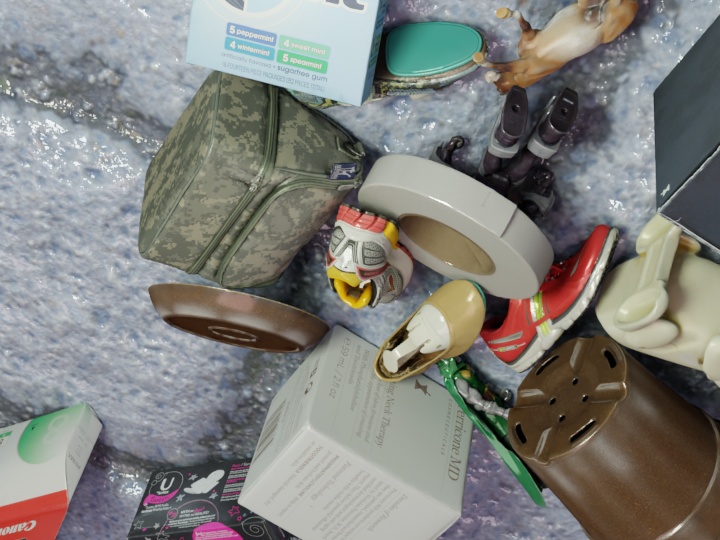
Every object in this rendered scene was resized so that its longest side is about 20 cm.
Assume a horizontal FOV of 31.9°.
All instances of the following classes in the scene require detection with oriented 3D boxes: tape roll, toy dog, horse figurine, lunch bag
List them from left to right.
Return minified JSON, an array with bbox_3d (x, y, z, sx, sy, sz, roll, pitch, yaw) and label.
[{"bbox_3d":[-0.108,-0.081,1.244,0.166,0.141,0.200,19,133,-25],"label":"lunch bag"},{"bbox_3d":[0.091,-0.040,1.212,0.201,0.037,0.203,29,166,8],"label":"tape roll"},{"bbox_3d":[0.180,-0.217,1.090,0.199,0.050,0.132,-36,156,22],"label":"horse figurine"},{"bbox_3d":[0.342,0.060,1.240,0.198,0.141,0.194,28,142,-9],"label":"toy dog"}]

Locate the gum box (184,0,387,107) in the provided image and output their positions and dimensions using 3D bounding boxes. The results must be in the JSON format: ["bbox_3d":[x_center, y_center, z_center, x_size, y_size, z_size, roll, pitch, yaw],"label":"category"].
[{"bbox_3d":[-0.057,-0.263,1.098,0.168,0.045,0.202,15,115,9],"label":"gum box"}]

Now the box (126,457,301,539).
[{"bbox_3d":[-0.167,0.324,1.589,0.197,0.115,0.133,-11,126,23],"label":"box"}]

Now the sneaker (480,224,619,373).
[{"bbox_3d":[0.188,0.022,1.290,0.085,0.077,0.201,38,124,3],"label":"sneaker"}]

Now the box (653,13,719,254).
[{"bbox_3d":[0.360,-0.094,1.068,0.195,0.201,0.124,28,128,-10],"label":"box"}]

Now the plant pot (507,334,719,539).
[{"bbox_3d":[0.267,0.183,1.302,0.199,0.202,0.198,-30,121,32],"label":"plant pot"}]

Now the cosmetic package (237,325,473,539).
[{"bbox_3d":[-0.001,0.207,1.419,0.199,0.168,0.167,31,129,-12],"label":"cosmetic package"}]

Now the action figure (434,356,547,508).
[{"bbox_3d":[0.149,0.160,1.402,0.055,0.118,0.200,-40,103,11],"label":"action figure"}]

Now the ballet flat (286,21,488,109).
[{"bbox_3d":[0.026,-0.187,1.175,0.197,0.075,0.075,-1,128,17],"label":"ballet flat"}]

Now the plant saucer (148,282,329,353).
[{"bbox_3d":[-0.132,0.055,1.344,0.197,0.033,0.200,12,167,3],"label":"plant saucer"}]

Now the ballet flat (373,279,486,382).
[{"bbox_3d":[0.069,0.073,1.321,0.069,0.063,0.200,57,150,12],"label":"ballet flat"}]

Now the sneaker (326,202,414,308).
[{"bbox_3d":[0.000,0.000,1.268,0.077,0.083,0.200,19,169,17],"label":"sneaker"}]

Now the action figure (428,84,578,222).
[{"bbox_3d":[0.135,-0.096,1.206,0.128,0.070,0.200,14,148,-12],"label":"action figure"}]

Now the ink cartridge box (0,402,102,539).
[{"bbox_3d":[-0.417,0.264,1.546,0.159,0.201,0.050,-18,122,25],"label":"ink cartridge box"}]
